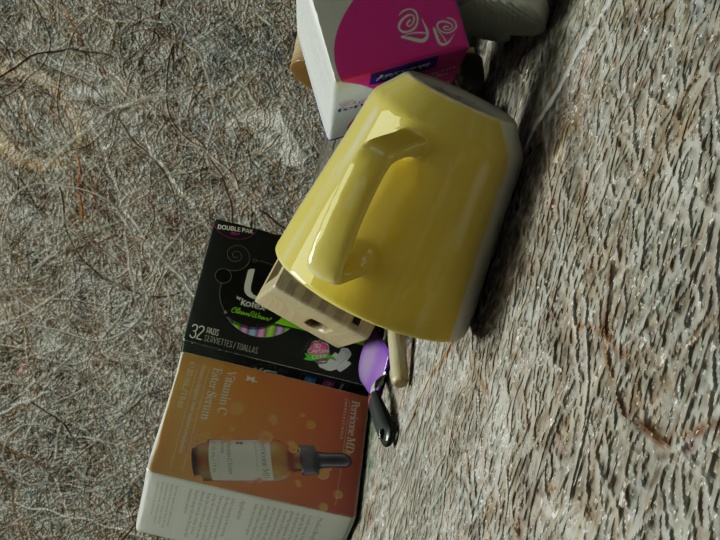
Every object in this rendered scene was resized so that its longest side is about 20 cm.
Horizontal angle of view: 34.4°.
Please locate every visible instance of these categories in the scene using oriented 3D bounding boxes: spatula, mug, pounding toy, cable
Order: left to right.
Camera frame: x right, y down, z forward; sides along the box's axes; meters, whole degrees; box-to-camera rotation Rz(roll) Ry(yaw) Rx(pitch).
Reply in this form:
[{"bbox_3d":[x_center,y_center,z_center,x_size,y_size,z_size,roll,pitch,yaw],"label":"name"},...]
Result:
[{"bbox_3d":[0.000,0.000,1.108,0.184,0.142,0.200,-62,7,-11],"label":"pounding toy"},{"bbox_3d":[0.016,0.114,1.093,0.200,0.021,0.057,-98,25,-71],"label":"spatula"},{"bbox_3d":[0.041,-0.046,0.794,0.187,0.149,0.153,-110,43,-69],"label":"mug"},{"bbox_3d":[0.079,-0.133,0.976,0.200,0.050,0.097,-86,0,-49],"label":"cable"}]

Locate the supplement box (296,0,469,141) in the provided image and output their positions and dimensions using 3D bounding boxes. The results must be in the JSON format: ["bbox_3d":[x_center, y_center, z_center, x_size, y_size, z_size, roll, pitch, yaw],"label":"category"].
[{"bbox_3d":[0.011,-0.177,0.890,0.200,0.101,0.104,106,148,-84],"label":"supplement box"}]

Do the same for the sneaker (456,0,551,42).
[{"bbox_3d":[0.109,-0.238,0.879,0.200,0.072,0.115,-115,43,-79],"label":"sneaker"}]

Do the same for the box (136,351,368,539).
[{"bbox_3d":[-0.104,0.190,1.157,0.152,0.200,0.106,-83,9,-46],"label":"box"}]

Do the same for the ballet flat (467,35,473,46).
[{"bbox_3d":[0.058,-0.175,1.103,0.072,0.068,0.200,-4,63,36],"label":"ballet flat"}]

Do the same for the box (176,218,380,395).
[{"bbox_3d":[-0.084,0.056,1.266,0.124,0.200,0.149,116,166,-64],"label":"box"}]

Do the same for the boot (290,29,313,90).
[{"bbox_3d":[0.019,-0.219,1.179,0.077,0.200,0.156,-14,51,49],"label":"boot"}]
